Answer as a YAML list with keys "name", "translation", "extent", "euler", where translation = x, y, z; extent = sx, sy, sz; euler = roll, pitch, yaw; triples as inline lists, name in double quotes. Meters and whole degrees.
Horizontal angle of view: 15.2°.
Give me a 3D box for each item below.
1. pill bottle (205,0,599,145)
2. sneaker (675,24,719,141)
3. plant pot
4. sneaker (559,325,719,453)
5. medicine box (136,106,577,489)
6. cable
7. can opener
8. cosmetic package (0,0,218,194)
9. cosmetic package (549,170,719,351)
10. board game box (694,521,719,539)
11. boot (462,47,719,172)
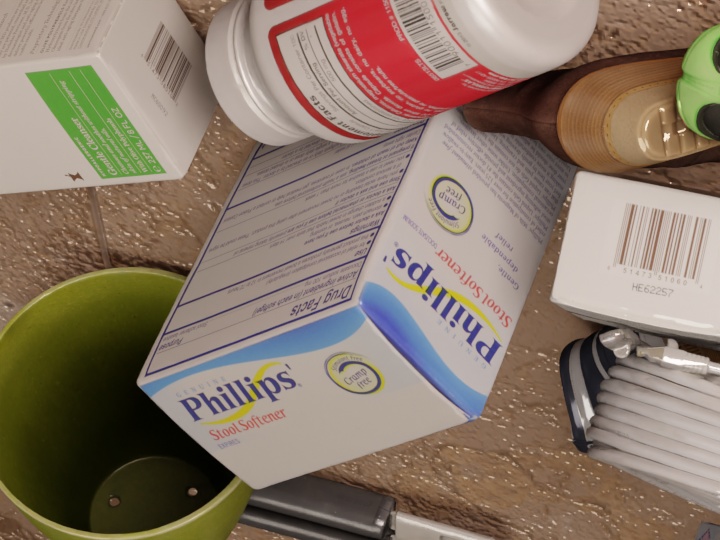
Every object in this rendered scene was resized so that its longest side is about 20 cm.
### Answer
- name: "pill bottle"
  translation: [0.016, -0.131, 1.397]
  extent: [0.200, 0.112, 0.112]
  euler: [-19, 127, 42]
- name: "sneaker"
  translation: [0.247, -0.075, 1.289]
  extent: [0.200, 0.084, 0.077]
  euler: [-2, 109, -26]
- name: "plant pot"
  translation: [-0.142, 0.126, 1.766]
  extent: [0.187, 0.187, 0.200]
  euler: [15, 155, 11]
- name: "sneaker"
  translation: [0.202, 0.101, 1.618]
  extent: [0.108, 0.070, 0.200]
  euler: [-24, 116, 39]
- name: "medicine box"
  translation: [0.000, 0.000, 1.493]
  extent: [0.182, 0.200, 0.103]
  euler: [-21, 125, 44]
- name: "cable"
  translation: [0.220, 0.104, 1.451]
  extent: [0.200, 0.069, 0.200]
  euler: [22, 175, 16]
- name: "can opener"
  translation: [0.000, 0.186, 1.834]
  extent: [0.200, 0.067, 0.053]
  euler: [14, 142, 12]
- name: "cosmetic package"
  translation: [-0.193, -0.109, 1.560]
  extent: [0.200, 0.085, 0.108]
  euler: [-6, 137, 31]
- name: "cosmetic package"
  translation: [0.163, -0.001, 1.429]
  extent: [0.102, 0.074, 0.200]
  euler: [12, 177, 11]
- name: "board game box"
  translation: [0.298, 0.198, 1.515]
  extent: [0.200, 0.041, 0.200]
  euler: [20, 176, -4]
- name: "boot"
  translation: [0.173, -0.092, 1.394]
  extent: [0.166, 0.200, 0.072]
  euler: [18, 113, 61]
